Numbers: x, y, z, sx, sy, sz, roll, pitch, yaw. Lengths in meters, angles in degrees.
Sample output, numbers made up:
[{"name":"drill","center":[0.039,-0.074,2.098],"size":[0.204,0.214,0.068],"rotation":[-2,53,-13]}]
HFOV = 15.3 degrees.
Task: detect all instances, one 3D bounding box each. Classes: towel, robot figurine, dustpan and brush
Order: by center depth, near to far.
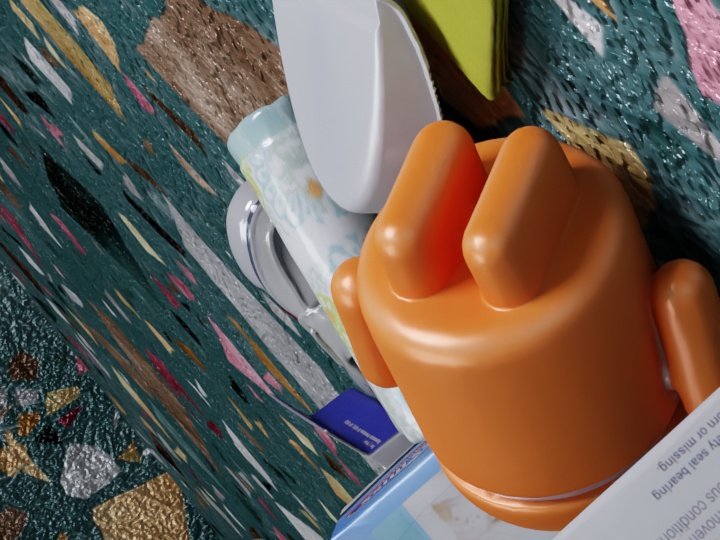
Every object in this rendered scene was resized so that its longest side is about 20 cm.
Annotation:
[{"name":"towel","center":[0.029,-0.133,1.014],"size":[0.086,0.018,0.200],"rotation":[52,171,16]},{"name":"robot figurine","center":[0.071,0.028,1.085],"size":[0.200,0.143,0.117],"rotation":[63,-177,-46]},{"name":"dustpan and brush","center":[0.012,-0.049,1.171],"size":[0.140,0.057,0.201],"rotation":[-140,42,-62]},{"name":"towel","center":[0.000,0.000,1.305],"size":[0.172,0.048,0.200],"rotation":[58,-179,2]}]

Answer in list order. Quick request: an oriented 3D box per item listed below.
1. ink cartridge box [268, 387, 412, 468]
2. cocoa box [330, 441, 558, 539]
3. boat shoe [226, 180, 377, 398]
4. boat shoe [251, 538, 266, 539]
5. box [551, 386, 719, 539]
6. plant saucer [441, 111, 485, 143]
[{"name":"ink cartridge box","center":[0.045,0.118,1.593],"size":[0.200,0.037,0.095],"rotation":[30,179,-25]},{"name":"cocoa box","center":[0.097,0.165,1.396],"size":[0.200,0.133,0.131],"rotation":[49,-177,0]},{"name":"boat shoe","center":[-0.003,0.019,1.518],"size":[0.066,0.072,0.200],"rotation":[33,162,48]},{"name":"boat shoe","center":[-0.078,0.391,3.107],"size":[0.200,0.075,0.060],"rotation":[55,176,44]},{"name":"box","center":[0.174,0.136,0.907],"size":[0.200,0.184,0.105],"rotation":[45,167,20]},{"name":"plant saucer","center":[0.068,-0.005,1.262],"size":[0.200,0.029,0.200],"rotation":[48,169,12]}]
